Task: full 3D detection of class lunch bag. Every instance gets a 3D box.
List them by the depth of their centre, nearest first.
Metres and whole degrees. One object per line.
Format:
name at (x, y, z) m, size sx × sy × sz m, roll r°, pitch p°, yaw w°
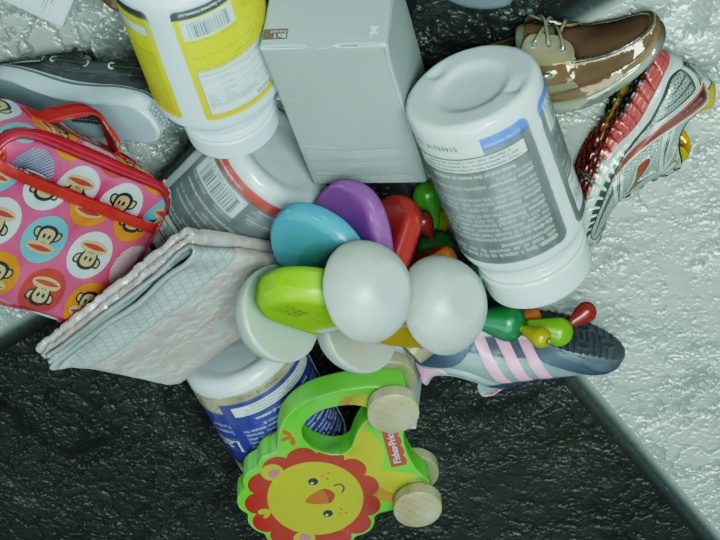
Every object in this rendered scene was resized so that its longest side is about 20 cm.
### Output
lunch bag at (-0.260, -0.056, 1.448) m, size 0.199 × 0.082 × 0.177 m, roll 22°, pitch 105°, yaw -47°

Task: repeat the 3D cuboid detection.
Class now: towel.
towel at (-0.153, 0.036, 1.519) m, size 0.200 × 0.032 × 0.191 m, roll -36°, pitch 155°, yaw 25°

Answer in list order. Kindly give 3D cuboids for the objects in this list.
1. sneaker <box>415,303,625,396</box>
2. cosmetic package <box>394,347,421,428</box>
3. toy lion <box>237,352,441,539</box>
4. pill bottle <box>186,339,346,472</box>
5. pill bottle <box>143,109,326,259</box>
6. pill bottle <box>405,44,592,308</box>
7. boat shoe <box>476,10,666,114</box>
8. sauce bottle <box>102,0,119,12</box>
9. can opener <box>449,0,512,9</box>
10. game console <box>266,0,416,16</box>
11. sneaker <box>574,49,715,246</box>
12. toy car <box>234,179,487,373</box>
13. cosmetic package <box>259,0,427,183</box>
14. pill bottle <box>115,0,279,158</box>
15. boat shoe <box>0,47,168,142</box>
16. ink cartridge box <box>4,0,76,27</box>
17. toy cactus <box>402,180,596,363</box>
sneaker at (0.148, 0.083, 1.645) m, size 0.199 × 0.070 × 0.083 m, roll 10°, pitch 118°, yaw 7°
cosmetic package at (0.021, 0.050, 1.631) m, size 0.050 × 0.083 × 0.201 m, roll -3°, pitch 128°, yaw 9°
toy lion at (-0.027, 0.182, 1.634) m, size 0.190 × 0.069 × 0.201 m, roll -10°, pitch 127°, yaw 5°
pill bottle at (-0.081, 0.143, 1.700) m, size 0.115 × 0.116 × 0.201 m, roll -14°, pitch 126°, yaw 19°
pill bottle at (-0.132, -0.050, 1.547) m, size 0.116 × 0.116 × 0.200 m, roll 35°, pitch 126°, yaw -21°
pill bottle at (0.118, -0.072, 1.413) m, size 0.113 × 0.114 × 0.201 m, roll -11°, pitch 129°, yaw 17°
boat shoe at (0.153, -0.173, 1.436) m, size 0.199 × 0.076 × 0.072 m, roll -20°, pitch 122°, yaw 21°
sauce bottle at (-0.156, -0.295, 1.380) m, size 0.066 × 0.066 × 0.200 m, roll 20°, pitch 131°, yaw -9°
can opener at (0.029, -0.244, 1.380) m, size 0.199 × 0.054 × 0.067 m, roll 8°, pitch 130°, yaw -5°
game console at (-0.033, -0.259, 1.416) m, size 0.176 × 0.031 × 0.201 m, roll 15°, pitch 130°, yaw -5°
sneaker at (0.237, -0.094, 1.485) m, size 0.082 × 0.078 × 0.201 m, roll 18°, pitch 130°, yaw -9°
toy car at (0.000, 0.000, 1.453) m, size 0.199 × 0.151 × 0.175 m, roll 10°, pitch 164°, yaw -39°
cosmetic package at (-0.006, -0.156, 1.421) m, size 0.106 × 0.091 × 0.200 m, roll 1°, pitch 148°, yaw 11°
pill bottle at (-0.124, -0.184, 1.386) m, size 0.111 × 0.113 × 0.200 m, roll -3°, pitch 143°, yaw 10°
boat shoe at (-0.241, -0.161, 1.500) m, size 0.199 × 0.066 × 0.070 m, roll 9°, pitch 147°, yaw 31°
ink cartridge box at (-0.299, -0.302, 1.383) m, size 0.199 × 0.077 × 0.137 m, roll 23°, pitch 134°, yaw -13°
toy cactus at (0.104, 0.017, 1.559) m, size 0.165 × 0.102 × 0.200 m, roll -46°, pitch 107°, yaw -5°
